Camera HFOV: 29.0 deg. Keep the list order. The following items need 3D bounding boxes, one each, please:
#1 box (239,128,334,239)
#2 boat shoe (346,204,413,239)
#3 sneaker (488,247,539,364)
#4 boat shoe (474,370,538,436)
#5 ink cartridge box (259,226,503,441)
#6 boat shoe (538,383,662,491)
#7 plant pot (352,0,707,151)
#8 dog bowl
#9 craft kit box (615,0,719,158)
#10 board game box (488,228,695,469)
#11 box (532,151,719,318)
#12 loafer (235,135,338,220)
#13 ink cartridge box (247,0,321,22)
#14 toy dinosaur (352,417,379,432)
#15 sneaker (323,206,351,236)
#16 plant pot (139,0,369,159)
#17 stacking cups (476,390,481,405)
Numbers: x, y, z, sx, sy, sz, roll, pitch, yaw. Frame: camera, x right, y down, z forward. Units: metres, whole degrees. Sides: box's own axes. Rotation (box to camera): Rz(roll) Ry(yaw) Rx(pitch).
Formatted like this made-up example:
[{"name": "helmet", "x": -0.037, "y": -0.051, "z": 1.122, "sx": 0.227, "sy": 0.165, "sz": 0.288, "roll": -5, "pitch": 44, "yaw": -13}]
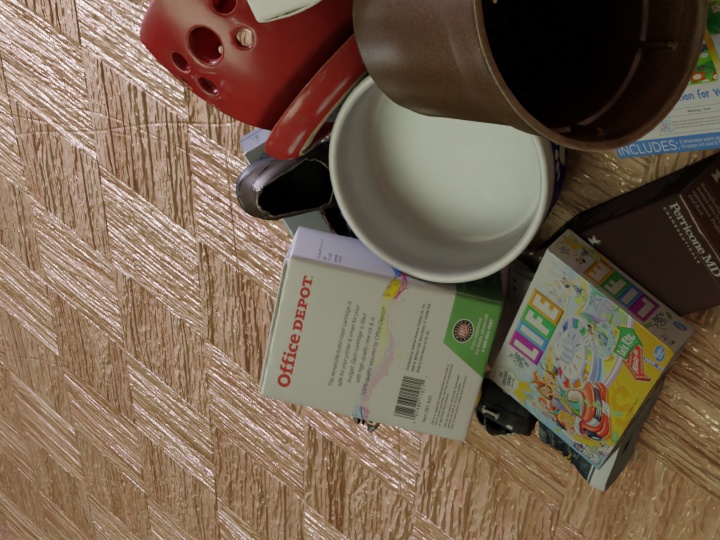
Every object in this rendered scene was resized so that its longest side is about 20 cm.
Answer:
[{"name": "box", "x": -0.071, "y": -0.073, "z": 1.460, "sx": 0.157, "sy": 0.041, "sz": 0.200, "roll": 59, "pitch": -179, "yaw": -11}, {"name": "boat shoe", "x": 0.000, "y": 0.000, "z": 1.334, "sx": 0.069, "sy": 0.056, "sz": 0.201, "roll": 47, "pitch": 119, "yaw": 40}, {"name": "sneaker", "x": 0.154, "y": 0.029, "z": 1.333, "sx": 0.199, "sy": 0.074, "sz": 0.117, "roll": 1, "pitch": 120, "yaw": 44}, {"name": "boat shoe", "x": 0.144, "y": 0.137, "z": 1.401, "sx": 0.073, "sy": 0.061, "sz": 0.200, "roll": 23, "pitch": 171, "yaw": -7}, {"name": "ink cartridge box", "x": 0.018, "y": 0.057, "z": 1.282, "sx": 0.198, "sy": 0.084, "sz": 0.146, "roll": 13, "pitch": 113, "yaw": -2}, {"name": "boat shoe", "x": 0.223, "y": 0.133, "z": 1.334, "sx": 0.091, "sy": 0.071, "sz": 0.201, "roll": 35, "pitch": 147, "yaw": 20}, {"name": "plant pot", "x": 0.104, "y": -0.187, "z": 0.989, "sx": 0.198, "sy": 0.200, "sz": 0.202, "roll": 10, "pitch": 130, "yaw": 58}, {"name": "dog bowl", "x": 0.077, "y": -0.096, "z": 1.212, "sx": 0.198, "sy": 0.079, "sz": 0.202, "roll": 9, "pitch": 116, "yaw": 20}, {"name": "craft kit box", "x": 0.236, "y": -0.185, "z": 1.023, "sx": 0.199, "sy": 0.048, "sz": 0.199, "roll": 0, "pitch": 124, "yaw": 53}, {"name": "board game box", "x": 0.194, "y": 0.073, "z": 1.208, "sx": 0.134, "sy": 0.034, "sz": 0.201, "roll": 40, "pitch": 146, "yaw": 18}, {"name": "box", "x": 0.244, "y": -0.014, "z": 1.157, "sx": 0.101, "sy": 0.075, "sz": 0.200, "roll": 55, "pitch": 148, "yaw": -5}, {"name": "loafer", "x": -0.019, "y": -0.089, "z": 1.322, "sx": 0.071, "sy": 0.198, "sz": 0.074, "roll": -118, "pitch": 5, "yaw": -69}, {"name": "ink cartridge box", "x": -0.022, "y": -0.307, "z": 1.092, "sx": 0.084, "sy": 0.200, "sz": 0.147, "roll": -6, "pitch": 117, "yaw": 49}, {"name": "toy dinosaur", "x": -0.009, "y": 0.066, "z": 1.572, "sx": 0.135, "sy": 0.086, "sz": 0.202, "roll": 18, "pitch": 131, "yaw": 44}, {"name": "sneaker", "x": 0.026, "y": -0.045, "z": 1.422, "sx": 0.067, "sy": 0.090, "sz": 0.201, "roll": -53, "pitch": 50, "yaw": 31}, {"name": "plant pot", "x": -0.069, "y": -0.219, "z": 1.257, "sx": 0.182, "sy": 0.201, "sz": 0.201, "roll": 42, "pitch": 149, "yaw": 1}, {"name": "stacking cups", "x": 0.080, "y": 0.112, "z": 1.449, "sx": 0.061, "sy": 0.060, "sz": 0.200, "roll": 55, "pitch": 177, "yaw": -5}]
